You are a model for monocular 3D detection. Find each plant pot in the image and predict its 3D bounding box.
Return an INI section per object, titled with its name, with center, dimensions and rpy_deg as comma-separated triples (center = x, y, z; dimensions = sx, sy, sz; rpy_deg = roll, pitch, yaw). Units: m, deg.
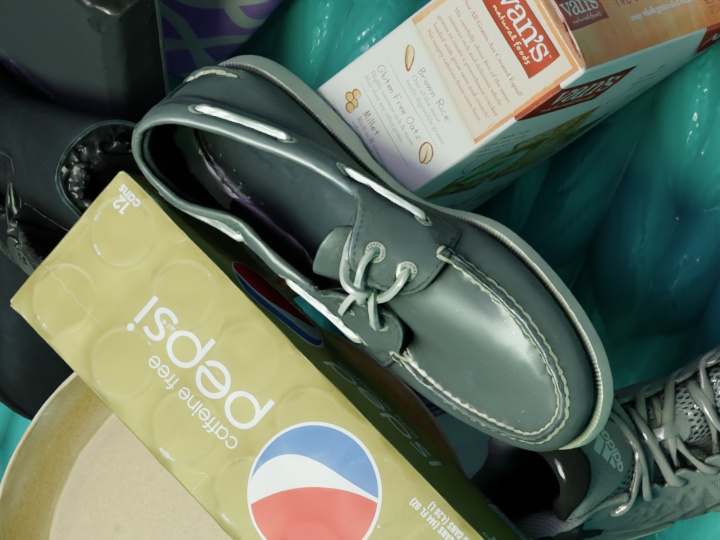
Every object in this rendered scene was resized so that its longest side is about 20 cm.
[plant pot]
center = -0.046, 0.116, 1.059
dimensions = 0.199, 0.027, 0.202
rpy_deg = -1, 86, 16

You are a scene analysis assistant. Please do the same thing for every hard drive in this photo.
[hard drive]
center = -0.136, -0.097, 1.184
dimensions = 0.139, 0.033, 0.200
rpy_deg = 41, 158, 20

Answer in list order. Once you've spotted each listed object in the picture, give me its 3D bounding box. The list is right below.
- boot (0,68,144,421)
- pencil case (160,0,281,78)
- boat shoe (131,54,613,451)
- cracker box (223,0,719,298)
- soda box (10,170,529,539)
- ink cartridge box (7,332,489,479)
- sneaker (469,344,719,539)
[boot]
center = -0.115, 0.008, 1.167
dimensions = 0.168, 0.076, 0.201
rpy_deg = 28, 145, 50
[pencil case]
center = -0.041, -0.169, 1.170
dimensions = 0.200, 0.084, 0.086
rpy_deg = -46, 31, 30
[boat shoe]
center = 0.000, 0.000, 0.982
dimensions = 0.200, 0.062, 0.073
rpy_deg = 41, 124, 19
[cracker box]
center = 0.037, -0.060, 1.060
dimensions = 0.200, 0.134, 0.058
rpy_deg = -36, 81, 38
[soda box]
center = -0.031, 0.057, 1.010
dimensions = 0.200, 0.064, 0.068
rpy_deg = 45, 100, 15
[ink cartridge box]
center = -0.022, 0.129, 1.112
dimensions = 0.195, 0.043, 0.201
rpy_deg = -22, 75, -4
[sneaker]
center = 0.120, 0.062, 1.013
dimensions = 0.199, 0.115, 0.075
rpy_deg = -28, 78, 33
